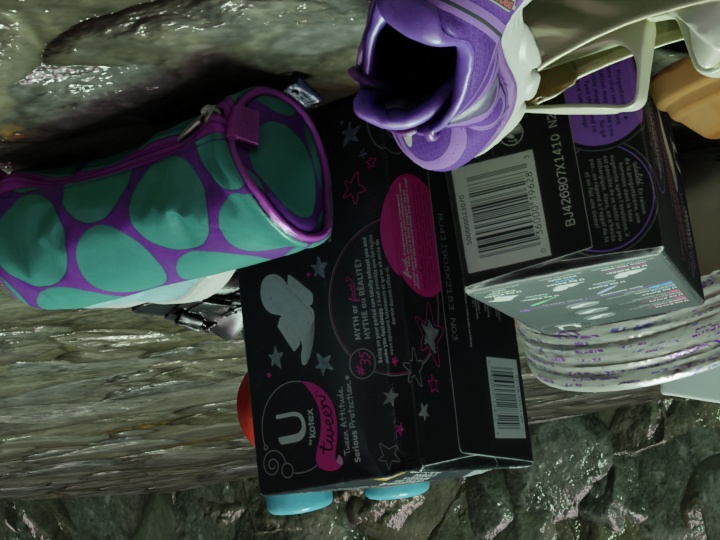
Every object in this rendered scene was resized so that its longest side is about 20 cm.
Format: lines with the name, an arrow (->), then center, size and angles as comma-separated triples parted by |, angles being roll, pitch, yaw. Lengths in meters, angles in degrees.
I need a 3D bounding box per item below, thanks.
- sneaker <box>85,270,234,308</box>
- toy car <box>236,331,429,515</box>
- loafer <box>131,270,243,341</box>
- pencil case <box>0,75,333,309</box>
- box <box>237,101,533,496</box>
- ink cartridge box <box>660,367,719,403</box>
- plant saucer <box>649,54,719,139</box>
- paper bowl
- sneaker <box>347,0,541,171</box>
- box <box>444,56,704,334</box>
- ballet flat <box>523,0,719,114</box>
sneaker -> -0.147, -0.010, 0.913 | 0.081, 0.075, 0.199 | -3, 167, -40
toy car -> -0.024, 0.114, 1.246 | 0.174, 0.187, 0.200 | -8, 180, 1
loafer -> -0.088, 0.028, 1.171 | 0.197, 0.064, 0.072 | -2, 167, -30
pencil case -> -0.109, -0.036, 0.781 | 0.198, 0.086, 0.093 | -15, 129, 34
box -> 0.011, 0.020, 0.845 | 0.114, 0.203, 0.131 | -13, 168, 33
ink cartridge box -> 0.343, 0.052, 1.117 | 0.198, 0.086, 0.143 | -6, -172, -42
plant saucer -> 0.242, -0.104, 0.727 | 0.197, 0.038, 0.200 | -14, 178, -1
paper bowl -> 0.195, -0.006, 0.990 | 0.198, 0.106, 0.201 | -17, -166, 4
sneaker -> 0.023, -0.084, 0.592 | 0.080, 0.084, 0.200 | 32, 167, 11
box -> 0.120, -0.042, 0.815 | 0.105, 0.124, 0.200 | -11, 168, 17
ballet flat -> 0.132, -0.107, 0.649 | 0.198, 0.071, 0.069 | -14, 167, 28
